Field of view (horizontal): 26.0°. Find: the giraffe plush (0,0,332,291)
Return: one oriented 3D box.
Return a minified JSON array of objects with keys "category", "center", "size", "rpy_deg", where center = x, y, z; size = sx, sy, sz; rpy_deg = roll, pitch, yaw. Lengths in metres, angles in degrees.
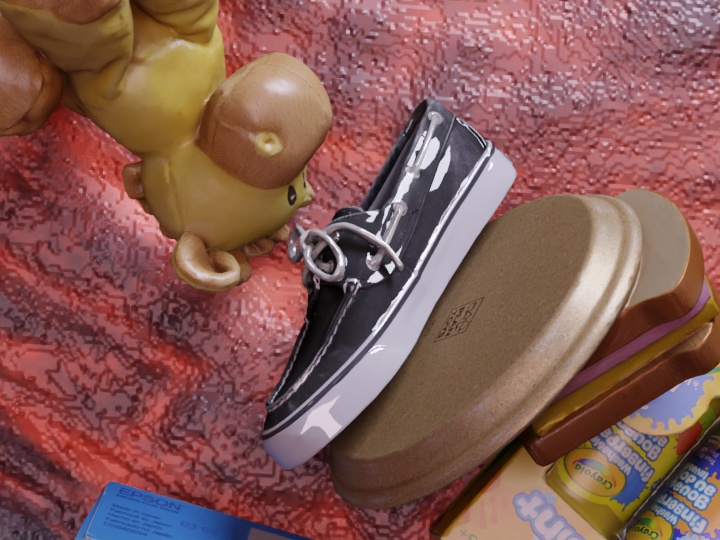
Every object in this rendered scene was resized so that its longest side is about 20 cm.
[{"category":"giraffe plush","center":[-0.085,-0.077,0.720],"size":[0.162,0.200,0.173],"rpy_deg":[46,60,-2]}]

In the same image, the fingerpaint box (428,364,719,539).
[{"category":"fingerpaint box","center":[0.161,0.135,0.752],"size":[0.200,0.073,0.167],"rpy_deg":[44,84,3]}]

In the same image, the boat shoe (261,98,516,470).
[{"category":"boat shoe","center":[0.001,-0.001,0.725],"size":[0.068,0.073,0.200],"rpy_deg":[41,65,-12]}]

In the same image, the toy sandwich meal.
[{"category":"toy sandwich meal","center":[0.072,0.042,0.713],"size":[0.070,0.205,0.205],"rpy_deg":[45,84,-17]}]

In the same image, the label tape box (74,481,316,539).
[{"category":"label tape box","center":[-0.079,0.216,0.731],"size":[0.143,0.063,0.202],"rpy_deg":[16,109,-1]}]
